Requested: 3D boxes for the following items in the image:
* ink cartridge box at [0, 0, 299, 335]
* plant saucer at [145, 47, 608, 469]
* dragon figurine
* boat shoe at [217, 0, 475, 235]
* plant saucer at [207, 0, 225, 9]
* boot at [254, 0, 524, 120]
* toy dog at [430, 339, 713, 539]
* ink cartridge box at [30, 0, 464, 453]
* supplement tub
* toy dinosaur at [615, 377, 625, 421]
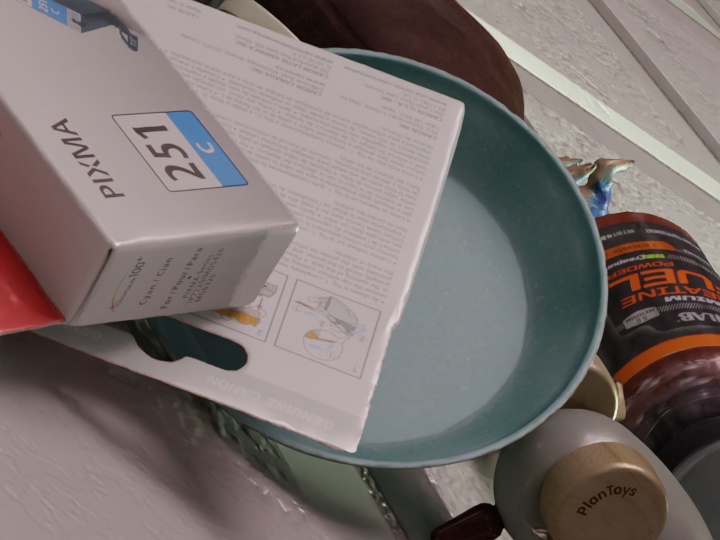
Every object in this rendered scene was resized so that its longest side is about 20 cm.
[{"bbox_3d":[-0.144,-0.062,0.997,0.176,0.045,0.200,-9,51,-46],"label":"ink cartridge box"},{"bbox_3d":[0.000,0.000,1.152,0.200,0.036,0.200,7,57,-11],"label":"plant saucer"},{"bbox_3d":[0.106,-0.010,1.540,0.059,0.100,0.200,3,5,25],"label":"dragon figurine"},{"bbox_3d":[-0.011,-0.028,1.235,0.199,0.066,0.075,48,-13,1],"label":"boat shoe"},{"bbox_3d":[-0.006,-0.047,1.341,0.200,0.050,0.200,23,42,-23],"label":"plant saucer"},{"bbox_3d":[0.005,-0.109,1.272,0.200,0.072,0.166,33,18,-31],"label":"boot"},{"bbox_3d":[0.103,0.130,1.183,0.200,0.096,0.132,56,10,-11],"label":"toy dog"},{"bbox_3d":[-0.059,-0.017,1.079,0.162,0.057,0.200,21,49,-3],"label":"ink cartridge box"},{"bbox_3d":[0.154,0.060,1.423,0.107,0.107,0.200,35,16,-29],"label":"supplement tub"},{"bbox_3d":[0.068,0.063,1.326,0.101,0.058,0.200,15,20,-31],"label":"toy dinosaur"}]
